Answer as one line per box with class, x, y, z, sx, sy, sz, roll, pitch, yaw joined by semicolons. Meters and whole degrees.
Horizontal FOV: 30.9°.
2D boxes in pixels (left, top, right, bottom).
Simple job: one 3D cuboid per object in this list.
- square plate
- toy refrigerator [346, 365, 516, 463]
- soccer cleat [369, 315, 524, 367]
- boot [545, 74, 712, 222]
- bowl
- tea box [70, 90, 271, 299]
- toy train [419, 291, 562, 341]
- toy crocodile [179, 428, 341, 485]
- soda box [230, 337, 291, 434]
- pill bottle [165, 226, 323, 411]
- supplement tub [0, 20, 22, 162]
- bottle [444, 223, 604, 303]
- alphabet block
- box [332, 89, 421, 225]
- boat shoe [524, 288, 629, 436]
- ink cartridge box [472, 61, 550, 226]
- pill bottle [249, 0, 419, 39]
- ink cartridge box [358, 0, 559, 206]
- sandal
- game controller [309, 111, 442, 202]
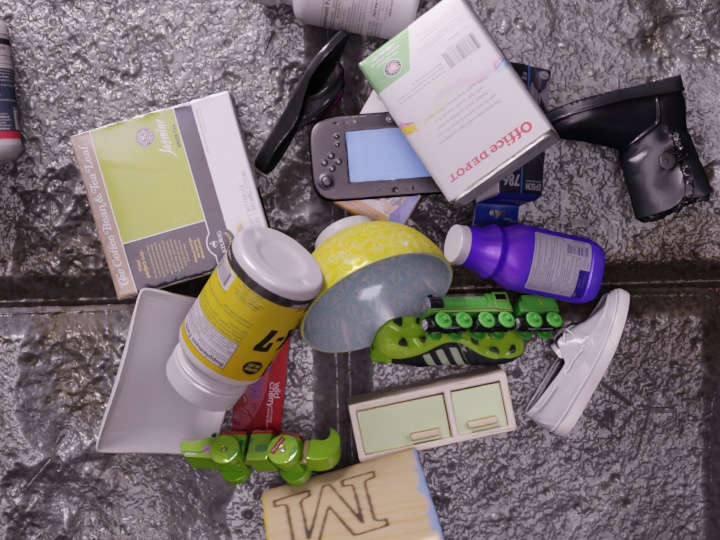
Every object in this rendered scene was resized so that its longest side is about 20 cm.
square plate;-0.225;0.124;1.572;0.028;0.200;0.199;19;94;38
toy refrigerator;0.087;0.179;1.624;0.199;0.070;0.076;-11;94;-2
soccer cleat;0.107;0.090;1.625;0.199;0.081;0.068;4;64;-21
boot;0.329;-0.139;1.602;0.199;0.076;0.169;-15;92;-16
bowl;0.000;0.000;1.573;0.200;0.200;0.108;-27;61;0
tea box;-0.219;-0.089;1.564;0.196;0.134;0.201;-15;94;-2
toy train;0.160;0.054;1.596;0.199;0.042;0.057;1;55;-26
toy crocodile;-0.121;0.219;1.573;0.199;0.068;0.062;-2;57;17
soda box;-0.118;0.095;1.597;0.063;0.070;0.201;5;103;-3
pill bottle;-0.137;0.058;1.487;0.114;0.114;0.200;33;117;-4
supplement tub;-0.481;-0.224;1.542;0.140;0.140;0.201;-6;94;-2
bottle;0.200;-0.014;1.592;0.199;0.065;0.084;11;90;-21
alphabet block;0.006;0.360;1.545;0.199;0.197;0.196;-15;115;-1
box;0.043;-0.154;1.618;0.119;0.041;0.200;29;94;-4
boat shoe;0.269;0.107;1.633;0.068;0.072;0.201;25;101;-4
ink cartridge box;0.186;-0.152;1.596;0.039;0.099;0.201;8;96;40
pill bottle;-0.028;-0.348;1.565;0.199;0.114;0.115;10;93;-3
ink cartridge box;0.116;-0.196;1.515;0.145;0.087;0.200;-35;79;13
sandal;-0.059;-0.199;1.589;0.048;0.075;0.201;33;106;6
game controller;0.038;-0.140;1.579;0.199;0.042;0.105;-5;94;-3
